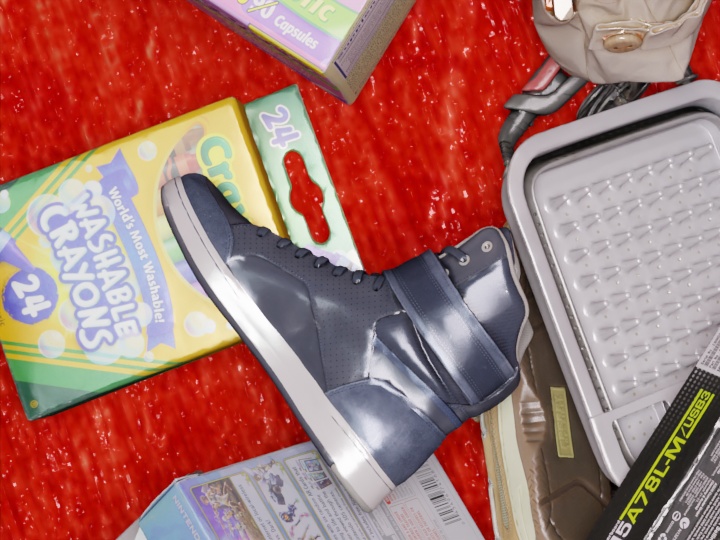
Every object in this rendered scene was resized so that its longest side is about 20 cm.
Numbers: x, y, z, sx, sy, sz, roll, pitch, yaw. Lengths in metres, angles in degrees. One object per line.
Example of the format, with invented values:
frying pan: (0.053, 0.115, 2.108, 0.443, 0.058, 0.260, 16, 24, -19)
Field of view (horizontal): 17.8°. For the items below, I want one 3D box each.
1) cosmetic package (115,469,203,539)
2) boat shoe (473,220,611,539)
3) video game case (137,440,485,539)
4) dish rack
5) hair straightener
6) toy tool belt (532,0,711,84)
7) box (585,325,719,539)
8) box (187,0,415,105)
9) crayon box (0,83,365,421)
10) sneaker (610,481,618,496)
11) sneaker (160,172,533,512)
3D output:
cosmetic package: (-0.056, 0.208, 1.225, 0.090, 0.107, 0.200, -45, 85, 3)
boat shoe: (0.087, 0.065, 1.237, 0.071, 0.076, 0.202, 13, 68, -29)
video game case: (0.005, 0.182, 1.171, 0.045, 0.181, 0.201, -44, 69, 37)
dish rack: (0.163, 0.012, 1.219, 0.171, 0.043, 0.202, -19, 88, -28)
hair straightener: (0.148, -0.119, 1.248, 0.077, 0.041, 0.200, 38, 86, 3)
toy tool belt: (0.129, -0.203, 1.184, 0.124, 0.123, 0.202, -2, 72, 26)
box: (0.218, 0.138, 1.183, 0.193, 0.047, 0.201, 36, 84, -33)
box: (-0.058, -0.178, 1.185, 0.175, 0.200, 0.097, 33, 91, 3)
crayon box: (-0.108, -0.012, 1.259, 0.198, 0.052, 0.127, -21, 88, 3)
sneaker: (0.160, 0.195, 1.237, 0.080, 0.074, 0.202, 4, 94, -7)
sneaker: (0.001, 0.001, 1.183, 0.146, 0.077, 0.203, -38, 76, 1)
